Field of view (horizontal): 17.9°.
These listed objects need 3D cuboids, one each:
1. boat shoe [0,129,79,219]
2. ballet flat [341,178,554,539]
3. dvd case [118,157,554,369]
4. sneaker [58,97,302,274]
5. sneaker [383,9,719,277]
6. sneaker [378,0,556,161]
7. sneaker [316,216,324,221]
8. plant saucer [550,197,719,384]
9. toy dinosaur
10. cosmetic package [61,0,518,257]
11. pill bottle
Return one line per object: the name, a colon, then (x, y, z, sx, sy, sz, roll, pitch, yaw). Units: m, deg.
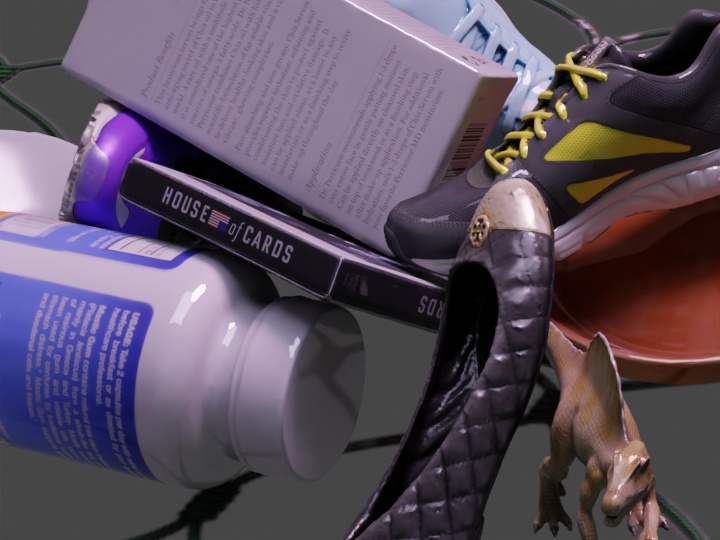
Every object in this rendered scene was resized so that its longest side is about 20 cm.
boat shoe: (-0.223, -0.037, 1.266, 0.199, 0.064, 0.071, 9, 58, -20)
ballet flat: (0.038, 0.052, 0.979, 0.057, 0.201, 0.066, 21, -13, -18)
dvd case: (0.000, 0.000, 1.103, 0.150, 0.025, 0.200, 25, 5, 40)
sneaker: (-0.080, -0.036, 1.179, 0.099, 0.070, 0.200, 20, 2, 16)
sneaker: (0.099, -0.062, 1.058, 0.199, 0.085, 0.074, -21, 26, -11)
sneaker: (0.083, -0.092, 1.186, 0.082, 0.200, 0.074, 9, 61, 55)
sneaker: (-0.026, -0.101, 1.287, 0.070, 0.109, 0.200, -29, 35, -21)
plant saucer: (0.163, -0.023, 1.092, 0.199, 0.032, 0.201, -9, 46, 10)
toy dinosaur: (0.103, 0.069, 1.000, 0.058, 0.102, 0.200, -8, 27, -9)
cosmetic package: (-0.035, -0.098, 1.127, 0.199, 0.102, 0.071, 30, 13, 14)
pill bottle: (-0.103, 0.041, 1.075, 0.199, 0.113, 0.112, 11, 34, 25)
